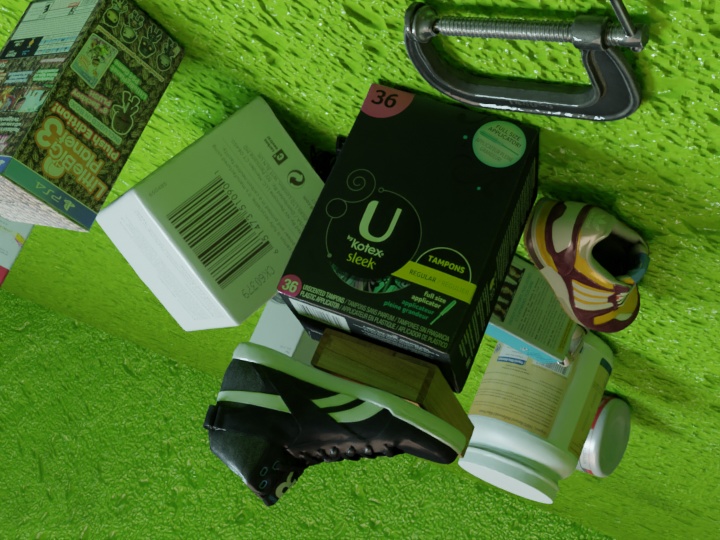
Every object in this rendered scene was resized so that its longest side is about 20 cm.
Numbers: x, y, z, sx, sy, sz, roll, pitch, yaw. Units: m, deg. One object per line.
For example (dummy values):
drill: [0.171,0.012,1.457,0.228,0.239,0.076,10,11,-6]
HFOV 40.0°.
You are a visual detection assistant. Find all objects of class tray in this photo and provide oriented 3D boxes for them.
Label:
tray: [0.034,0.109,0.855,0.098,0.037,0.200,18,163,21]

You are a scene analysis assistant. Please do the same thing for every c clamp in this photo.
c clamp: [0.107,-0.151,0.668,0.200,0.027,0.171,10,164,38]

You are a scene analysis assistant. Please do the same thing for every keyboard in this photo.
keyboard: [-0.007,-0.077,1.049,0.104,0.040,0.200,22,163,7]

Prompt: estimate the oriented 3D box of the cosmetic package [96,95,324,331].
cosmetic package: [-0.145,-0.050,1.025,0.165,0.165,0.200,54,158,-12]

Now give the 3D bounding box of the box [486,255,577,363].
box: [0.140,0.021,1.066,0.200,0.082,0.049,29,165,-12]

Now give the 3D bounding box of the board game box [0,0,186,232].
board game box: [-0.283,-0.150,0.926,0.159,0.200,0.097,9,158,45]

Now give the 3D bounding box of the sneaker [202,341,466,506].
sneaker: [-0.027,0.141,0.771,0.200,0.112,0.073,19,165,17]

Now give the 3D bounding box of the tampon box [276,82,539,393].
tampon box: [0.047,-0.027,0.828,0.150,0.200,0.126,19,163,16]

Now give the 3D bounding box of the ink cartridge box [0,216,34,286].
ink cartridge box: [-0.653,-0.081,1.714,0.147,0.200,0.086,32,164,-24]

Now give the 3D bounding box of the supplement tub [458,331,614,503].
supplement tub: [0.213,0.167,1.214,0.144,0.200,0.145,23,164,7]

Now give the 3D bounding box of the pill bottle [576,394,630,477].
pill bottle: [0.279,0.218,1.444,0.200,0.114,0.114,13,161,36]

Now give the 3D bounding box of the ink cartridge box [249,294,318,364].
ink cartridge box: [-0.048,0.065,1.273,0.086,0.200,0.146,13,160,37]

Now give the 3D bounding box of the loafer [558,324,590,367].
loafer: [0.166,0.045,1.139,0.200,0.063,0.072,24,165,2]

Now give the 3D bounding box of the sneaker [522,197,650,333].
sneaker: [0.227,0.006,0.903,0.090,0.075,0.200,14,163,44]
